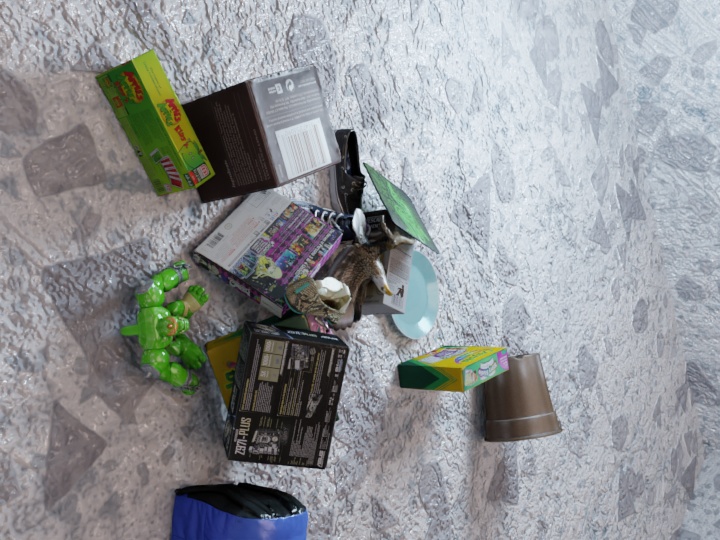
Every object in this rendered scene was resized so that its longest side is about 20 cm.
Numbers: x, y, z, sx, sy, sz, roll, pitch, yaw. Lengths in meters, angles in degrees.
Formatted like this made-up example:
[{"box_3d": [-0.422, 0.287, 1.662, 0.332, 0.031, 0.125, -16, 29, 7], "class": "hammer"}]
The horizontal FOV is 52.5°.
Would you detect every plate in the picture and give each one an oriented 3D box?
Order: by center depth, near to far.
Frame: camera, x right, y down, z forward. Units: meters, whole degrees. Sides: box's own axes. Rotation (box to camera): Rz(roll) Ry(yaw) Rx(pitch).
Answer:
[{"box_3d": [0.115, 0.054, 1.653, 0.198, 0.025, 0.204, 5, 83, -50], "class": "plate"}]

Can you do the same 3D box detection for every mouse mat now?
[{"box_3d": [0.082, -0.128, 1.479, 0.160, 0.008, 0.202, 31, 27, -42], "class": "mouse mat"}]

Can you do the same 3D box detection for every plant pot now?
[{"box_3d": [0.397, 0.317, 1.850, 0.198, 0.198, 0.202, 2, 78, -49], "class": "plant pot"}]

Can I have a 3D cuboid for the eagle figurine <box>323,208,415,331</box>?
[{"box_3d": [0.003, 0.005, 1.362, 0.151, 0.200, 0.152, 33, 22, -33], "class": "eagle figurine"}]

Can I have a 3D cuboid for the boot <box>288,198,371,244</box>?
[{"box_3d": [-0.069, -0.096, 1.396, 0.198, 0.089, 0.074, 10, 79, -49], "class": "boot"}]

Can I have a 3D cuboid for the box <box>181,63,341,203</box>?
[{"box_3d": [-0.169, -0.223, 1.204, 0.165, 0.198, 0.167, -31, 109, -47], "class": "box"}]

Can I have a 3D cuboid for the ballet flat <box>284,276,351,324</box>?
[{"box_3d": [-0.056, 0.046, 1.207, 0.068, 0.075, 0.200, 58, 10, 19], "class": "ballet flat"}]

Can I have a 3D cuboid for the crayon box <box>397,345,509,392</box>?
[{"box_3d": [0.210, 0.216, 1.637, 0.198, 0.170, 0.059, -13, 96, -50], "class": "crayon box"}]

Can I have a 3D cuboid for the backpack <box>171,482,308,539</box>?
[{"box_3d": [-0.176, 0.421, 1.138, 0.161, 0.198, 0.171, 4, 83, -50], "class": "backpack"}]

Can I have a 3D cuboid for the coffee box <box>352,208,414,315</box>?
[{"box_3d": [0.041, -0.017, 1.504, 0.079, 0.112, 0.204, 26, 67, -45], "class": "coffee box"}]

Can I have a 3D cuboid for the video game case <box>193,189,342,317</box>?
[{"box_3d": [-0.154, -0.040, 1.246, 0.201, 0.179, 0.036, -53, 170, -38], "class": "video game case"}]

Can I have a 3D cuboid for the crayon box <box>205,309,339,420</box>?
[{"box_3d": [-0.148, 0.189, 1.230, 0.170, 0.058, 0.203, -21, 104, -15], "class": "crayon box"}]

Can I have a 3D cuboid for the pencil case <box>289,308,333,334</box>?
[{"box_3d": [-0.116, 0.045, 1.334, 0.087, 0.086, 0.203, -44, 118, -42], "class": "pencil case"}]

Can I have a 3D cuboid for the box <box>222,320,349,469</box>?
[{"box_3d": [-0.120, 0.197, 1.155, 0.161, 0.086, 0.204, 9, 95, -18], "class": "box"}]

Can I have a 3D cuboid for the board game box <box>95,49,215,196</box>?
[{"box_3d": [-0.311, -0.219, 1.111, 0.048, 0.100, 0.202, -45, 120, -43], "class": "board game box"}]

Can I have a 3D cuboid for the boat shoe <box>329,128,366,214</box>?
[{"box_3d": [-0.019, -0.189, 1.483, 0.069, 0.065, 0.204, -8, 93, -49], "class": "boat shoe"}]

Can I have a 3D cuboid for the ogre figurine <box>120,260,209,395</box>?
[{"box_3d": [-0.294, 0.090, 1.116, 0.120, 0.097, 0.204, 3, 100, -67], "class": "ogre figurine"}]
